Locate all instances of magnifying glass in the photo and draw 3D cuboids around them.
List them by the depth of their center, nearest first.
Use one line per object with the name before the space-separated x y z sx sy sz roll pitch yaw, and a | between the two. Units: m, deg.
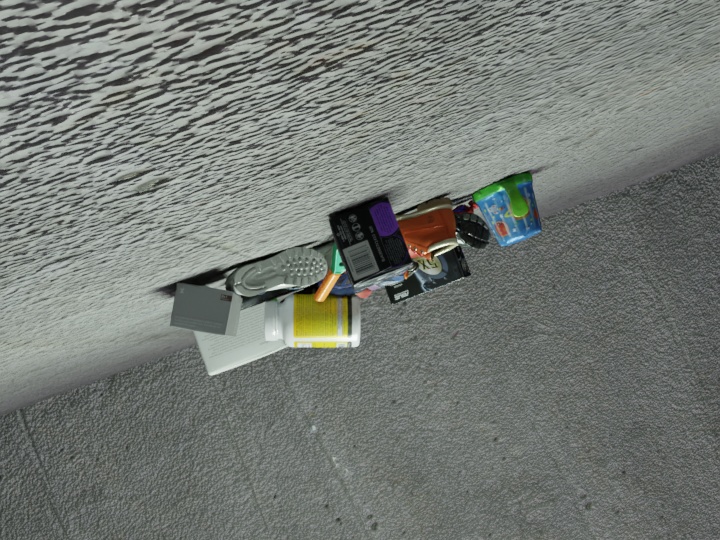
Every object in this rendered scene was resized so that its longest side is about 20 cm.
magnifying glass | -0.039 -0.012 1.477 0.079 0.022 0.200 0 137 -40

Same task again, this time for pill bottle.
pill bottle | -0.101 0.106 1.579 0.199 0.113 0.112 0 175 -3

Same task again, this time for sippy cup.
sippy cup | 0.326 -0.127 1.614 0.139 0.131 0.178 -22 176 36

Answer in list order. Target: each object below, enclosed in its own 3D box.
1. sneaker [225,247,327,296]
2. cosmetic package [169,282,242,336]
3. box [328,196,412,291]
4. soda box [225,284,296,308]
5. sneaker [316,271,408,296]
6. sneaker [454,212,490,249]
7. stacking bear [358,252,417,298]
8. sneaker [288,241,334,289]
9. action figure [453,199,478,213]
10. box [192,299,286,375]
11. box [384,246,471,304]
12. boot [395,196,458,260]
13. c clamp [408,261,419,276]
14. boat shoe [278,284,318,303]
sneaker | -0.160 0.002 1.428 0.199 0.077 0.080 -10 179 -27
cosmetic package | -0.285 0.076 1.401 0.106 0.091 0.200 10 176 -2
box | 0.015 -0.039 1.284 0.106 0.123 0.200 -20 176 -2
soda box | -0.186 0.027 1.601 0.199 0.064 0.071 -19 177 -15
sneaker | 0.000 0.000 1.584 0.199 0.079 0.075 -15 -166 -11
sneaker | 0.194 -0.094 1.613 0.199 0.076 0.079 16 170 -28
stacking bear | 0.063 -0.032 1.770 0.200 0.122 0.114 -34 142 16
sneaker | -0.097 -0.010 1.532 0.199 0.072 0.072 -17 -177 -8
action figure | 0.187 -0.115 1.679 0.199 0.052 0.065 -24 -177 -18
box | -0.290 0.140 1.824 0.199 0.172 0.199 -20 176 0
box | 0.148 -0.026 1.843 0.199 0.165 0.086 -21 176 20
boot | 0.101 -0.062 1.489 0.199 0.108 0.075 -21 166 26
c clamp | 0.058 -0.029 1.641 0.170 0.027 0.200 -19 142 28
boat shoe | -0.103 0.063 1.658 0.200 0.072 0.066 -19 165 -7
